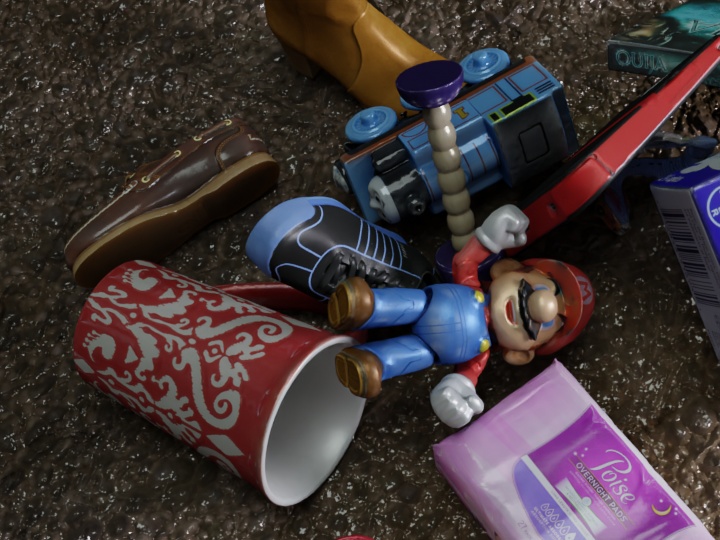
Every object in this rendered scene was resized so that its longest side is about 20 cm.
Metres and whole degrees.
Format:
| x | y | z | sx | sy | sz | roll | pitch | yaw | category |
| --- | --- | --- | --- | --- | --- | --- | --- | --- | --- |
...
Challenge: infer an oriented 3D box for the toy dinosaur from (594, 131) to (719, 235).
| x | y | z | sx | sy | sz | roll | pitch | yaw | category |
| --- | --- | --- | --- | --- | --- | --- | --- | --- | --- |
| 0.285 | -0.059 | 1.133 | 0.181 | 0.199 | 0.106 | 16 | 107 | 40 | toy dinosaur |

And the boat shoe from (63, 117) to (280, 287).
| x | y | z | sx | sy | sz | roll | pitch | yaw | category |
| --- | --- | --- | --- | --- | --- | --- | --- | --- | --- |
| -0.167 | -0.060 | 1.212 | 0.199 | 0.071 | 0.070 | -31 | 65 | -17 | boat shoe |

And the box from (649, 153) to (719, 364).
| x | y | z | sx | sy | sz | roll | pitch | yaw | category |
| --- | --- | --- | --- | --- | --- | --- | --- | --- | --- |
| 0.338 | -0.015 | 1.008 | 0.199 | 0.105 | 0.185 | -24 | 95 | -3 | box |

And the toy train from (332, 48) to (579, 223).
| x | y | z | sx | sy | sz | roll | pitch | yaw | category |
| --- | --- | --- | --- | --- | --- | --- | --- | --- | --- |
| 0.075 | -0.107 | 1.164 | 0.199 | 0.087 | 0.114 | -28 | 38 | -6 | toy train |

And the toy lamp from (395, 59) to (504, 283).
| x | y | z | sx | sy | sz | roll | pitch | yaw | category |
| --- | --- | --- | --- | --- | --- | --- | --- | --- | --- |
| 0.073 | -0.059 | 1.087 | 0.058 | 0.201 | 0.058 | -10 | 32 | 6 | toy lamp |

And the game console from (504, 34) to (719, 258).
| x | y | z | sx | sy | sz | roll | pitch | yaw | category |
| --- | --- | --- | --- | --- | --- | --- | --- | --- | --- |
| 0.187 | -0.089 | 1.088 | 0.177 | 0.200 | 0.031 | -41 | 90 | -16 | game console |

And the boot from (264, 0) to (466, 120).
| x | y | z | sx | sy | sz | roll | pitch | yaw | category |
| --- | --- | --- | --- | --- | --- | --- | --- | --- | --- |
| 0.001 | -0.203 | 1.217 | 0.200 | 0.144 | 0.071 | 20 | 66 | 22 | boot |

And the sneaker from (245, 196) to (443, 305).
| x | y | z | sx | sy | sz | roll | pitch | yaw | category |
| --- | --- | --- | --- | --- | --- | --- | --- | --- | --- |
| 0.000 | 0.000 | 1.074 | 0.078 | 0.199 | 0.070 | 43 | 109 | 33 | sneaker |

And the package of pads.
| x | y | z | sx | sy | sz | roll | pitch | yaw | category |
| --- | --- | --- | --- | --- | --- | --- | --- | --- | --- |
| 0.153 | 0.170 | 1.003 | 0.120 | 0.076 | 0.200 | -35 | 59 | -8 | package of pads |

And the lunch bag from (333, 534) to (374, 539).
| x | y | z | sx | sy | sz | roll | pitch | yaw | category |
| --- | --- | --- | --- | --- | --- | --- | --- | --- | --- |
| -0.014 | 0.299 | 0.964 | 0.175 | 0.082 | 0.200 | -33 | 57 | -4 | lunch bag |

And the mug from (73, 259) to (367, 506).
| x | y | z | sx | sy | sz | roll | pitch | yaw | category |
| --- | --- | --- | --- | --- | --- | --- | --- | --- | --- |
| -0.100 | 0.075 | 1.106 | 0.199 | 0.177 | 0.135 | 22 | 106 | 27 | mug |

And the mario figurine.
| x | y | z | sx | sy | sz | roll | pitch | yaw | category |
| --- | --- | --- | --- | --- | --- | --- | --- | --- | --- |
| 0.083 | 0.030 | 1.015 | 0.198 | 0.124 | 0.106 | -11 | 37 | -22 | mario figurine |

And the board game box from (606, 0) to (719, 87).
| x | y | z | sx | sy | sz | roll | pitch | yaw | category |
| --- | --- | --- | --- | --- | --- | --- | --- | --- | --- |
| 0.315 | -0.177 | 1.134 | 0.199 | 0.028 | 0.135 | 17 | 34 | 41 | board game box |
